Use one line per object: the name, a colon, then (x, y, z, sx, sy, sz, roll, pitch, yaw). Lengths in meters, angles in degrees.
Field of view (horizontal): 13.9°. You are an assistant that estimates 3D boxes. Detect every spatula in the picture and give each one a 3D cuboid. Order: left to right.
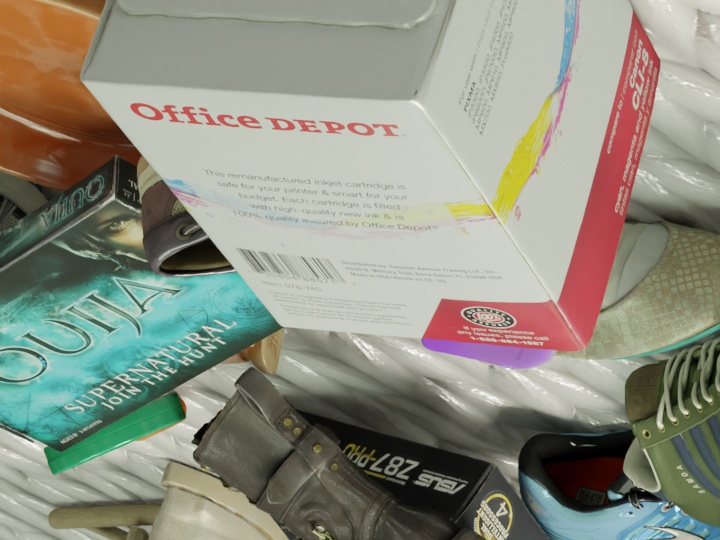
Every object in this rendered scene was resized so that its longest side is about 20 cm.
spatula: (0.000, 0.000, 1.399, 0.200, 0.021, 0.057, 27, 152, 5)

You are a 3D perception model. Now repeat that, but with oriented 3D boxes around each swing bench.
swing bench: (-0.138, 0.254, 1.937, 0.130, 0.199, 0.200, 27, 156, -22)

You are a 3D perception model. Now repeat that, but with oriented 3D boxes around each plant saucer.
plant saucer: (-0.141, -0.092, 1.381, 0.200, 0.032, 0.200, 13, 157, 6)

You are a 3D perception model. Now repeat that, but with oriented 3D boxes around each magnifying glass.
magnifying glass: (-0.128, 0.087, 1.672, 0.079, 0.022, 0.200, -24, 177, 7)

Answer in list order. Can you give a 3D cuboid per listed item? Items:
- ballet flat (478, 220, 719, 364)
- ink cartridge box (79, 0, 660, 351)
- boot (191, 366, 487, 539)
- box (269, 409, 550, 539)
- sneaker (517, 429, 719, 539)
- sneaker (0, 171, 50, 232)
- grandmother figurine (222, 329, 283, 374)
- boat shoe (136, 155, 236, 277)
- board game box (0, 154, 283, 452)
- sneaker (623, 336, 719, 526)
ballet flat: (0.102, 0.008, 1.400, 0.062, 0.068, 0.200, 41, 148, -25)
ink cartridge box: (0.011, -0.079, 1.161, 0.145, 0.145, 0.200, 6, 155, 26)
boot: (-0.018, 0.138, 1.609, 0.174, 0.069, 0.200, 36, 150, 8)
box: (0.032, 0.156, 1.703, 0.200, 0.049, 0.161, 12, 148, 45)
sneaker: (0.172, 0.130, 1.607, 0.200, 0.079, 0.090, 5, 151, 25)
sneaker: (-0.226, -0.028, 1.512, 0.077, 0.085, 0.200, 2, 154, 30)
grandmother figurine: (-0.145, 0.036, 1.586, 0.200, 0.061, 0.121, -5, 144, 17)
boat shoe: (-0.003, -0.027, 1.346, 0.199, 0.065, 0.072, -2, 158, 5)
board game box: (-0.137, 0.021, 1.484, 0.135, 0.028, 0.200, 29, 136, -35)
sneaker: (0.174, 0.072, 1.486, 0.090, 0.067, 0.200, 21, 153, 12)
